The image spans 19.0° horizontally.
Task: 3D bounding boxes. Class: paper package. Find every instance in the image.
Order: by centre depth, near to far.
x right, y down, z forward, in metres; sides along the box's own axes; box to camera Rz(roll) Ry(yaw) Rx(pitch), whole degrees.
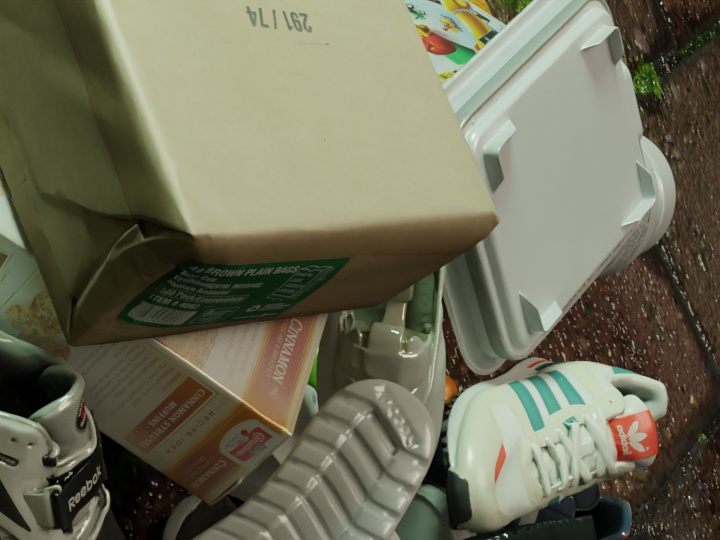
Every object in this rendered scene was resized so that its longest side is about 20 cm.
[{"bbox_3d":[-0.061,-0.074,0.985,0.199,0.103,0.192,-4,64,-45],"label":"paper package"}]

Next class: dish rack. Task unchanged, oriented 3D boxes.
[{"bbox_3d":[0.108,-0.054,1.224,0.200,0.043,0.173,-45,128,-42],"label":"dish rack"}]

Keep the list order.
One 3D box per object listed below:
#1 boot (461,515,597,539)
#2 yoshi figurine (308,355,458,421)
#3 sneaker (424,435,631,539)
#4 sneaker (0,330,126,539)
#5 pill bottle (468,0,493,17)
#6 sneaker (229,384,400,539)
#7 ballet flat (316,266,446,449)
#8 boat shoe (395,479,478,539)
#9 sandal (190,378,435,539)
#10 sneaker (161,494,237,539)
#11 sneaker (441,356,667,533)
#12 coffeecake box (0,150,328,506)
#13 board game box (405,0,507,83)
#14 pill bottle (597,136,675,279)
[{"bbox_3d":[0.090,0.218,1.119,0.200,0.076,0.170,6,69,-63],"label":"boot"},{"bbox_3d":[-0.004,-0.006,1.225,0.112,0.112,0.202,19,52,-44],"label":"yoshi figurine"},{"bbox_3d":[0.095,0.120,1.318,0.200,0.084,0.076,38,41,-40],"label":"sneaker"},{"bbox_3d":[-0.145,0.087,0.951,0.200,0.088,0.074,51,32,-28],"label":"sneaker"},{"bbox_3d":[0.042,-0.116,1.347,0.111,0.111,0.201,27,34,-49],"label":"pill bottle"},{"bbox_3d":[-0.030,0.105,1.142,0.200,0.075,0.089,51,28,-22],"label":"sneaker"},{"bbox_3d":[0.015,0.016,1.090,0.069,0.069,0.202,20,76,-52],"label":"ballet flat"},{"bbox_3d":[0.047,0.214,1.186,0.068,0.074,0.202,5,67,-63],"label":"boat shoe"},{"bbox_3d":[-0.035,0.140,1.018,0.082,0.050,0.203,43,71,7],"label":"sandal"},{"bbox_3d":[-0.038,0.200,1.049,0.077,0.081,0.202,6,65,-57],"label":"sneaker"},{"bbox_3d":[0.113,0.092,1.203,0.200,0.093,0.071,-28,113,-63],"label":"sneaker"},{"bbox_3d":[-0.113,-0.010,1.029,0.199,0.073,0.154,36,38,-16],"label":"coffeecake box"},{"bbox_3d":[-0.003,-0.141,1.251,0.199,0.035,0.126,34,43,16],"label":"board game box"},{"bbox_3d":[0.135,-0.046,1.467,0.199,0.113,0.114,-10,78,-59],"label":"pill bottle"}]
